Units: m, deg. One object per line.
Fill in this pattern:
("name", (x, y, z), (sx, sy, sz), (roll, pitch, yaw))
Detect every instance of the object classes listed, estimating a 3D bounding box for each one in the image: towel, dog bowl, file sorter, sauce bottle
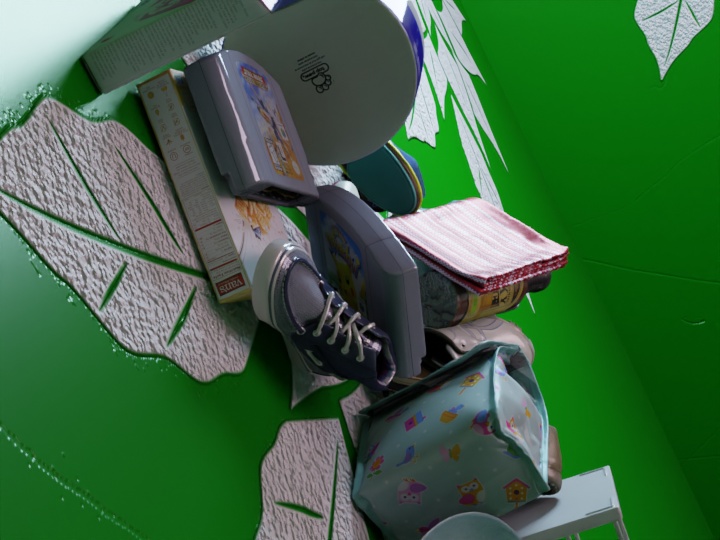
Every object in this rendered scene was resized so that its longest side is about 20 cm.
("towel", (0.122, -0.031, 1.486), (0.144, 0.023, 0.200), (32, 26, 26))
("dog bowl", (-0.038, -0.208, 1.392), (0.200, 0.200, 0.079), (60, 19, -23))
("file sorter", (0.171, 0.296, 1.373), (0.139, 0.199, 0.125), (-48, 119, -80))
("sauce bottle", (0.136, 0.016, 1.502), (0.200, 0.065, 0.065), (-15, 81, -50))

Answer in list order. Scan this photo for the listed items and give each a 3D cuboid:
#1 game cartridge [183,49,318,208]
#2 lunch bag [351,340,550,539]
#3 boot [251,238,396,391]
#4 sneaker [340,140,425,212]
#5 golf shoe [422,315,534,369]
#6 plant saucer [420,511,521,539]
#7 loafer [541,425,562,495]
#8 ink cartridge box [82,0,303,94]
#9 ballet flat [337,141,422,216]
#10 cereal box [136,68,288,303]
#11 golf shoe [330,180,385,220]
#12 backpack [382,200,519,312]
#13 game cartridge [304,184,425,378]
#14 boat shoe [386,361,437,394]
("game cartridge", (-0.094, -0.126, 1.242), (0.200, 0.041, 0.134), (3, 69, -77))
("lunch bag", (0.088, 0.157, 1.350), (0.122, 0.170, 0.200), (51, 21, -20))
("boot", (-0.025, 0.041, 1.200), (0.073, 0.090, 0.200), (-66, 159, -17))
("sneaker", (0.009, -0.115, 1.663), (0.200, 0.078, 0.070), (-144, -141, -69))
("golf shoe", (0.105, 0.087, 1.507), (0.199, 0.078, 0.097), (19, 30, -22))
("plant saucer", (0.085, 0.316, 1.249), (0.201, 0.039, 0.202), (5, 82, -42))
("loafer", (0.134, 0.189, 1.441), (0.076, 0.200, 0.068), (39, 65, -36))
("ink cartridge box", (-0.114, -0.226, 1.158), (0.043, 0.199, 0.196), (62, 15, -18))
("ballet flat", (-0.004, -0.139, 1.535), (0.200, 0.067, 0.067), (39, 28, 6))
("cereal box", (-0.118, -0.071, 1.225), (0.201, 0.039, 0.144), (68, 15, 4))
("golf shoe", (0.009, -0.030, 1.508), (0.075, 0.091, 0.200), (51, 21, -42))
("backpack", (0.087, 0.006, 1.627), (0.178, 0.150, 0.200), (65, 21, 13))
("game cartridge", (0.000, 0.000, 1.324), (0.200, 0.040, 0.134), (-136, -144, -54))
("boat shoe", (0.069, 0.133, 1.517), (0.072, 0.066, 0.201), (33, 10, 30))
